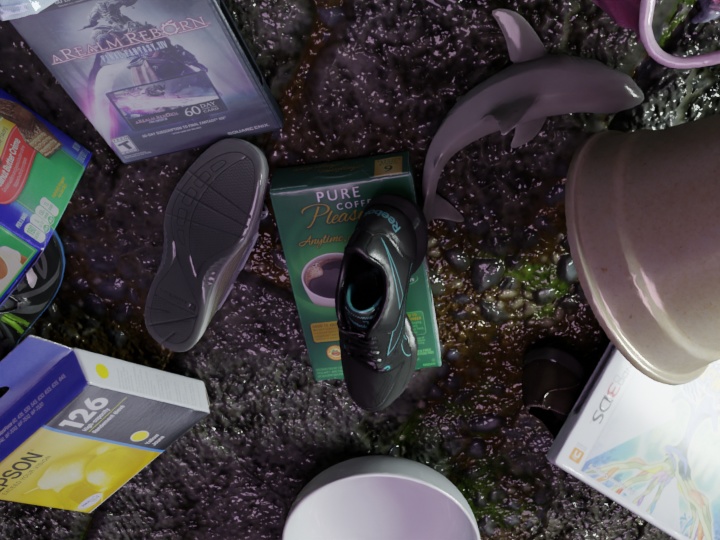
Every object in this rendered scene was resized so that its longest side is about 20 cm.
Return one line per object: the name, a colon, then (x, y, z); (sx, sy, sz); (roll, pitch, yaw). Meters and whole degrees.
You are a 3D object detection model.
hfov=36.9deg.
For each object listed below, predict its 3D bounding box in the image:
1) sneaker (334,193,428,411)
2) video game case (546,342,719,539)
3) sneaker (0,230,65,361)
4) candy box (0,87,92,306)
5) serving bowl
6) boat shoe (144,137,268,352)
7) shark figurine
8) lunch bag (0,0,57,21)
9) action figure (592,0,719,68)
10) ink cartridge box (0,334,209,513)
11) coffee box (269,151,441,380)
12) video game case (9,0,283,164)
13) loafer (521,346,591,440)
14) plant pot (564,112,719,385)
sneaker: (0.004, 0.037, 0.873); (0.074, 0.079, 0.202); (17, 124, 21)
video game case: (0.286, 0.135, 0.960); (0.199, 0.022, 0.184); (32, 87, -17)
sneaker: (-0.320, 0.038, 0.939); (0.070, 0.083, 0.201); (31, 105, -6)
candy box: (-0.319, -0.090, 0.816); (0.199, 0.170, 0.077); (35, 114, -19)
serving bowl: (0.021, 0.257, 1.083); (0.197, 0.066, 0.202); (1, 124, 2)
boat shoe: (-0.126, -0.025, 0.919); (0.074, 0.065, 0.204); (26, 117, 9)
shark figurine: (0.101, -0.105, 0.833); (0.214, 0.090, 0.128); (-37, 113, 21)
lunch bag: (-0.217, -0.270, 0.676); (0.125, 0.201, 0.171); (-8, 123, 8)
action figure: (0.173, -0.245, 0.710); (0.132, 0.150, 0.201); (-12, 136, 18)
ink cartridge box: (-0.274, 0.150, 0.994); (0.197, 0.047, 0.199); (-39, 144, 25)
coffee box: (0.000, 0.000, 0.931); (0.121, 0.044, 0.202); (-8, 123, 8)
video game case: (-0.153, -0.152, 0.801); (0.141, 0.019, 0.200); (-11, 152, 10)
loafer: (0.211, 0.158, 0.995); (0.200, 0.072, 0.073); (43, 144, -16)
plant pot: (0.277, -0.039, 0.765); (0.182, 0.202, 0.200); (-24, 121, 43)
